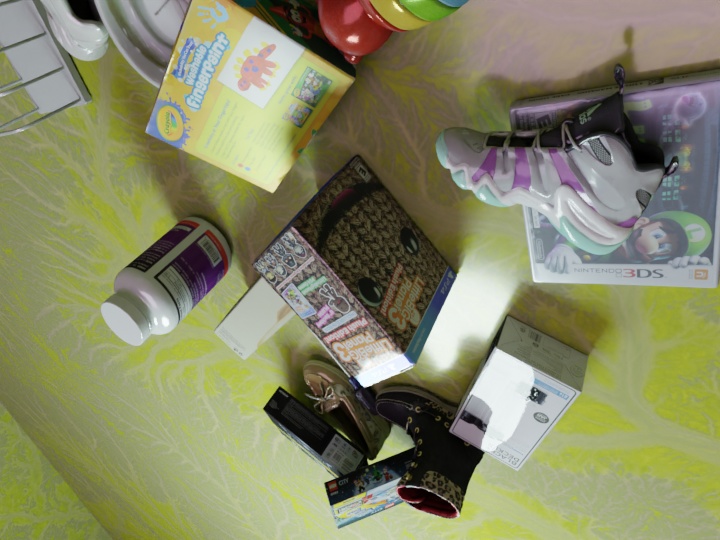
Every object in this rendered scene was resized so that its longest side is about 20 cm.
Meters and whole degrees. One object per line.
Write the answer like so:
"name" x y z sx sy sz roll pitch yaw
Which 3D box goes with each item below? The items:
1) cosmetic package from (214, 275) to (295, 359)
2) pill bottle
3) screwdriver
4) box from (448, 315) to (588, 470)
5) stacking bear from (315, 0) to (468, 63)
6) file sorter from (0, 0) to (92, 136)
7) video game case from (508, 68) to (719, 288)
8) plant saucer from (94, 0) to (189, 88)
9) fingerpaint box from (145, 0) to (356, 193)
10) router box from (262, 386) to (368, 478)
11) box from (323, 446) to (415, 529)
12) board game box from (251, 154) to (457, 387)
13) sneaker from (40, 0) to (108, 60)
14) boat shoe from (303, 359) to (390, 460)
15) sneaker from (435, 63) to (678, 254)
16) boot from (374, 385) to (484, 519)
"cosmetic package" -0.137 0.045 0.797 0.071 0.106 0.199 42 138 -8
"pill bottle" -0.292 0.015 0.804 0.109 0.201 0.115 17 134 19
"screwdriver" -0.025 0.164 0.870 0.202 0.028 0.029 54 163 -20
"box" 0.204 0.170 0.703 0.114 0.060 0.204 27 135 12
"stacking bear" 0.039 -0.255 0.438 0.197 0.114 0.123 -19 114 47
"file sorter" -0.514 -0.309 0.743 0.134 0.125 0.205 3 126 30
"video game case" 0.244 -0.073 0.506 0.176 0.023 0.205 2 125 32
"plant saucer" -0.221 -0.309 0.601 0.194 0.050 0.205 18 132 20
"fingerpaint box" -0.120 -0.199 0.564 0.163 0.076 0.199 22 142 -24
"router box" -0.075 0.311 0.953 0.197 0.053 0.159 32 156 21
"box" 0.042 0.353 0.866 0.139 0.193 0.038 85 164 -51
"board game box" 0.000 0.000 0.628 0.201 0.161 0.096 47 136 -11
"sneaker" -0.370 -0.366 0.632 0.097 0.079 0.201 -7 130 46
"boat shoe" -0.029 0.238 0.910 0.199 0.063 0.073 44 136 -6
"sneaker" 0.172 -0.115 0.455 0.194 0.079 0.142 24 134 1
"boot" 0.089 0.266 0.791 0.194 0.152 0.075 16 134 21
